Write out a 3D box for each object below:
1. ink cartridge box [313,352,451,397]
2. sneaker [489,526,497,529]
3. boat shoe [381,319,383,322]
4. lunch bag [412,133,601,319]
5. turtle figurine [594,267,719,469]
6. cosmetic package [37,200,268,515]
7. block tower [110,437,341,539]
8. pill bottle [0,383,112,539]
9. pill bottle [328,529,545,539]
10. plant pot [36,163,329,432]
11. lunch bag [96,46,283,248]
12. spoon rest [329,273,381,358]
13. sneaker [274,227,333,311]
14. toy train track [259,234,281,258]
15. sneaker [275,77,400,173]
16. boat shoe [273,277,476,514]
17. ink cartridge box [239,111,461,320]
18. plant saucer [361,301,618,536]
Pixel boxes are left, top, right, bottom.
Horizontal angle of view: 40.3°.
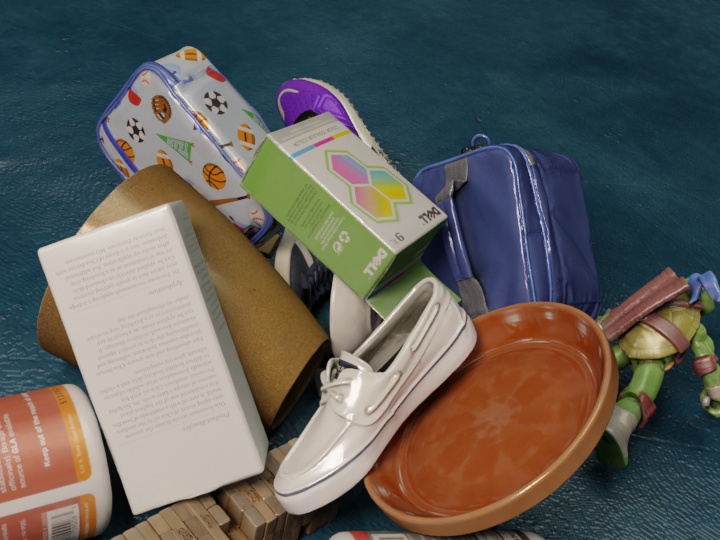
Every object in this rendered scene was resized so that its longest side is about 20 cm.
[{"bbox_3d":[0.059,0.086,0.849,0.199,0.037,0.094,4,25,42],"label":"ink cartridge box"},{"bbox_3d":[0.073,0.157,0.814,0.071,0.084,0.200,-13,14,1],"label":"sneaker"},{"bbox_3d":[0.042,0.000,1.013,0.199,0.074,0.064,-32,27,-33],"label":"boat shoe"},{"bbox_3d":[0.132,-0.030,0.933,0.135,0.202,0.132,-15,-8,42],"label":"lunch bag"},{"bbox_3d":[0.265,0.105,0.927,0.193,0.200,0.144,-37,79,-23],"label":"turtle figurine"},{"bbox_3d":[-0.146,0.061,0.715,0.100,0.202,0.071,-18,6,0],"label":"cosmetic package"},{"bbox_3d":[-0.102,0.193,0.719,0.199,0.058,0.054,-21,48,-40],"label":"block tower"},{"bbox_3d":[-0.281,0.152,0.672,0.198,0.113,0.112,-10,42,-28],"label":"pill bottle"},{"bbox_3d":[0.075,0.235,0.663,0.198,0.117,0.116,3,37,-13],"label":"pill bottle"},{"bbox_3d":[-0.131,0.041,0.827,0.199,0.187,0.187,31,39,7],"label":"plant pot"},{"bbox_3d":[-0.152,-0.093,0.920,0.201,0.160,0.075,54,43,-3],"label":"lunch bag"},{"bbox_3d":[0.000,0.000,0.902,0.060,0.100,0.201,6,37,15],"label":"spoon rest"},{"bbox_3d":[-0.040,-0.004,0.979,0.083,0.076,0.201,7,36,0],"label":"sneaker"},{"bbox_3d":[-0.170,-0.050,1.035,0.198,0.033,0.115,20,68,22],"label":"toy train track"},{"bbox_3d":[-0.040,-0.131,1.044,0.099,0.070,0.200,-17,60,-47],"label":"sneaker"},{"bbox_3d":[0.000,0.087,0.725,0.200,0.066,0.073,-47,28,-19],"label":"boat shoe"},{"bbox_3d":[0.006,-0.042,0.831,0.200,0.059,0.104,43,34,10],"label":"ink cartridge box"},{"bbox_3d":[0.091,0.104,0.696,0.199,0.032,0.201,-29,28,17],"label":"plant saucer"}]
